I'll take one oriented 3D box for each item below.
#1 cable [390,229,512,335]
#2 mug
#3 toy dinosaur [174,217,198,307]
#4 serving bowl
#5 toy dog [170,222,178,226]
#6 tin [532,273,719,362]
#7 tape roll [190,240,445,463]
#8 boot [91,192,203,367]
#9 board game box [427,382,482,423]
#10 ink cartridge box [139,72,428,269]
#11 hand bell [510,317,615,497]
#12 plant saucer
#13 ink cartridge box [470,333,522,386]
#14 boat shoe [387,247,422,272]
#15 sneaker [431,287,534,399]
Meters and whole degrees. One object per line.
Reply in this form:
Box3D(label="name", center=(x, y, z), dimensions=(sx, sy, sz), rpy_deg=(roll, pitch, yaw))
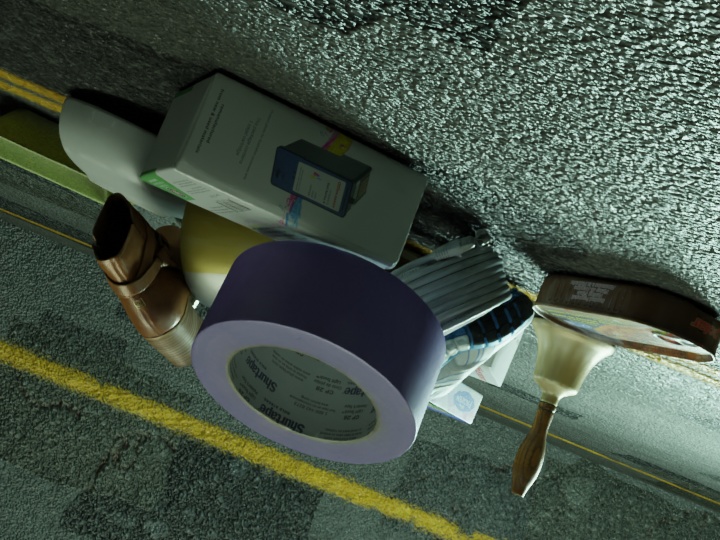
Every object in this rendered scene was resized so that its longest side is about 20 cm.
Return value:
Box3D(label="cable", center=(0.048, 0.039, 1.230), dimensions=(0.070, 0.199, 0.200), rpy_deg=(63, -175, 6))
Box3D(label="mug", center=(-0.078, -0.030, 1.233), dimensions=(0.152, 0.151, 0.186), rpy_deg=(9, 174, 26))
Box3D(label="toy dinosaur", center=(-0.172, -0.045, 1.436), dimensions=(0.047, 0.201, 0.089), rpy_deg=(1, 134, 5))
Box3D(label="serving bowl", center=(-0.224, -0.102, 1.326), dimensions=(0.199, 0.066, 0.200), rpy_deg=(27, 177, 1))
Box3D(label="toy dog", center=(-0.139, -0.018, 1.645), dimensions=(0.200, 0.096, 0.132), rpy_deg=(43, -177, 28))
Box3D(label="tin", center=(0.246, 0.042, 1.204), dimensions=(0.111, 0.042, 0.199), rpy_deg=(22, 173, -34))
Box3D(label="tape roll", center=(-0.035, 0.071, 1.082), dimensions=(0.198, 0.085, 0.201), rpy_deg=(15, 145, 11))
Box3D(label="boot", center=(-0.212, -0.017, 1.270), dimensions=(0.076, 0.201, 0.156), rpy_deg=(-21, 130, 13))
Box3D(label="board game box", center=(0.015, 0.110, 1.538), dimensions=(0.199, 0.041, 0.199), rpy_deg=(17, 169, 41))
Box3D(label="ink cartridge box", center=(-0.065, -0.075, 1.072), dimensions=(0.199, 0.088, 0.145), rpy_deg=(26, 172, -19))
Box3D(label="hand bell", center=(0.217, 0.168, 1.520), dimensions=(0.103, 0.201, 0.104), rpy_deg=(21, 173, 3))
Box3D(label="plant saucer", center=(-0.366, -0.141, 1.583), dimensions=(0.199, 0.048, 0.200), rpy_deg=(25, 172, -21))
Box3D(label="ink cartridge box", center=(0.087, 0.059, 1.564), dimensions=(0.199, 0.086, 0.146), rpy_deg=(21, 171, 16))
Box3D(label="boat shoe", center=(0.000, 0.000, 1.442), dimensions=(0.199, 0.074, 0.076), rpy_deg=(19, 172, 22))
Box3D(label="sneaker", center=(0.099, 0.088, 1.396), dimensions=(0.075, 0.199, 0.087), rpy_deg=(60, 178, 39))
